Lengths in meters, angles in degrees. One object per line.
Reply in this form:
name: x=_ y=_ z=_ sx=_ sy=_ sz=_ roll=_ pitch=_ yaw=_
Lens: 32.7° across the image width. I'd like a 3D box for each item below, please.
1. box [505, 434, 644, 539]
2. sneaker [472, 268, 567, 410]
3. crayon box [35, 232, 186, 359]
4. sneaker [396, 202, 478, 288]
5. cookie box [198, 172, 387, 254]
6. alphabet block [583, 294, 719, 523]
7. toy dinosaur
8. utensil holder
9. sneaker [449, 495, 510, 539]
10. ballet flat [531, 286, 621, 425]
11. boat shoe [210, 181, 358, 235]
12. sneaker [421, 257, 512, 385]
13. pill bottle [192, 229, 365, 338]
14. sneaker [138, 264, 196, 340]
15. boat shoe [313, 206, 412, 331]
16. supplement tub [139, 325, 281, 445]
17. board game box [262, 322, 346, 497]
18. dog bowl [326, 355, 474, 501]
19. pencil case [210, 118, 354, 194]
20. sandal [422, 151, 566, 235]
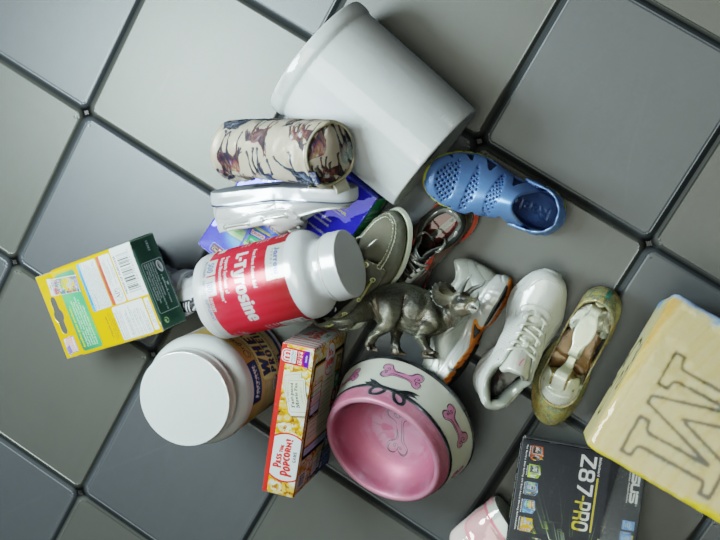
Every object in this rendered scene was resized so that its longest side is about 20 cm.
box: x=0.268 y=0.321 z=1.555 sx=0.161 sy=0.049 sz=0.200 roll=10 pitch=80 yaw=6
sneaker: x=0.208 y=0.095 z=1.546 sx=0.078 sy=0.099 sz=0.200 roll=21 pitch=107 yaw=-3
crayon box: x=-0.338 y=0.036 z=1.655 sx=0.200 sy=0.052 sz=0.126 roll=-17 pitch=96 yaw=36
sneaker: x=0.067 y=-0.019 z=1.580 sx=0.077 sy=0.082 sz=0.200 roll=40 pitch=107 yaw=6
cookie box: x=-0.086 y=-0.068 z=1.620 sx=0.171 sy=0.075 sz=0.200 roll=38 pitch=107 yaw=8
alphabet block: x=0.396 y=0.163 z=1.440 sx=0.196 sy=0.195 sz=0.200 roll=30 pitch=91 yaw=11
toy dinosaur: x=0.058 y=0.056 z=1.544 sx=0.200 sy=0.077 sz=0.102 roll=4 pitch=81 yaw=17
utensil holder: x=0.018 y=-0.204 z=1.524 sx=0.200 sy=0.170 sz=0.170 roll=41 pitch=107 yaw=3
sneaker: x=0.193 y=0.406 z=1.616 sx=0.105 sy=0.075 sz=0.200 roll=-35 pitch=81 yaw=14
ballet flat: x=0.268 y=0.112 z=1.553 sx=0.071 sy=0.071 sz=0.200 roll=28 pitch=105 yaw=10
boat shoe: x=-0.093 y=-0.077 z=1.550 sx=0.200 sy=0.074 sz=0.065 roll=-1 pitch=103 yaw=25
sneaker: x=0.113 y=0.074 z=1.595 sx=0.092 sy=0.076 sz=0.200 roll=35 pitch=99 yaw=16
pill bottle: x=-0.100 y=0.013 z=1.531 sx=0.200 sy=0.112 sz=0.112 roll=-14 pitch=95 yaw=24
sneaker: x=-0.263 y=0.013 z=1.671 sx=0.200 sy=0.075 sz=0.115 roll=-27 pitch=91 yaw=32
boat shoe: x=0.001 y=0.002 z=1.572 sx=0.072 sy=0.060 sz=0.202 roll=55 pitch=132 yaw=32
supplement tub: x=-0.193 y=0.145 z=1.618 sx=0.144 sy=0.200 sz=0.144 roll=3 pitch=100 yaw=15
board game box: x=-0.071 y=0.178 z=1.616 sx=0.046 sy=0.151 sz=0.200 roll=11 pitch=101 yaw=14
dog bowl: x=0.043 y=0.213 z=1.587 sx=0.200 sy=0.074 sz=0.200 roll=17 pitch=128 yaw=23
pencil case: x=-0.098 y=-0.141 z=1.495 sx=0.200 sy=0.078 sz=0.089 roll=8 pitch=110 yaw=45
sandal: x=0.173 y=-0.092 z=1.500 sx=0.200 sy=0.087 sz=0.080 roll=14 pitch=99 yaw=-14
